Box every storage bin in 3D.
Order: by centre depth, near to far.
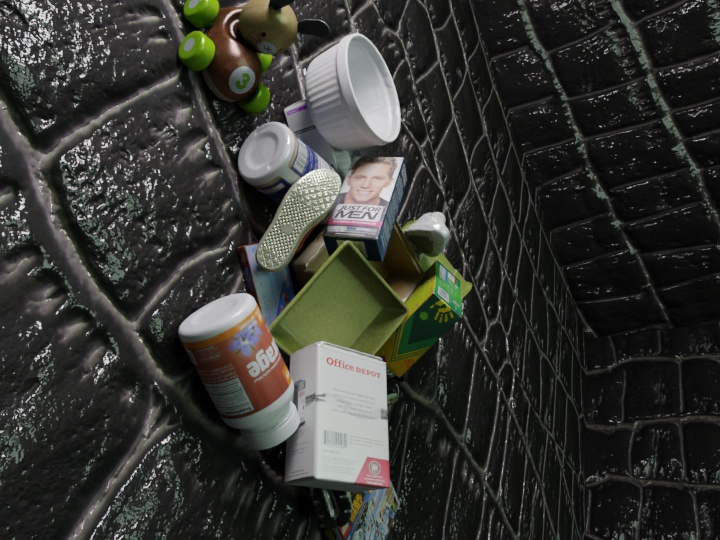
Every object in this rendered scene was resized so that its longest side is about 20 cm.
[{"bbox_3d":[0.000,0.000,1.146,0.200,0.093,0.199,-51,127,-28],"label":"storage bin"}]

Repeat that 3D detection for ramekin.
[{"bbox_3d":[-0.017,-0.316,1.124,0.200,0.104,0.201,35,48,-51],"label":"ramekin"}]

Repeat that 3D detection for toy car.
[{"bbox_3d":[-0.153,-0.364,0.962,0.164,0.199,0.159,30,54,-54],"label":"toy car"}]

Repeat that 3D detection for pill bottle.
[{"bbox_3d":[-0.160,0.142,0.849,0.201,0.112,0.112,68,30,-19],"label":"pill bottle"},{"bbox_3d":[-0.109,-0.158,1.059,0.200,0.110,0.112,35,50,-52],"label":"pill bottle"}]

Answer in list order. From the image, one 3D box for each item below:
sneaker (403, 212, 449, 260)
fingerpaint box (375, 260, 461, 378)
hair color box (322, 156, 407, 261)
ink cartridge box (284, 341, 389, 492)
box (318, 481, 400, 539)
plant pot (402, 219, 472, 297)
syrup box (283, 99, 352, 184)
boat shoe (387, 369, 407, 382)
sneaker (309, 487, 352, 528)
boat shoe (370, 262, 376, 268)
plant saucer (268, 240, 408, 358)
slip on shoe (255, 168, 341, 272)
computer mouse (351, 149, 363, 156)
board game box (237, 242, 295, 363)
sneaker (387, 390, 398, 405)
[{"bbox_3d":[0.133,-0.080,1.196,0.078,0.200,0.100,42,79,-8],"label":"sneaker"},{"bbox_3d":[0.113,0.088,1.175,0.073,0.167,0.200,41,18,-5],"label":"fingerpaint box"},{"bbox_3d":[0.012,-0.112,1.071,0.061,0.099,0.201,74,27,-48],"label":"hair color box"},{"bbox_3d":[-0.034,0.226,0.940,0.145,0.085,0.201,22,57,-36],"label":"ink cartridge box"},{"bbox_3d":[0.004,0.442,1.112,0.200,0.040,0.138,-48,122,-57],"label":"box"},{"bbox_3d":[0.117,-0.003,1.362,0.191,0.199,0.200,61,31,-7],"label":"plant pot"},{"bbox_3d":[-0.071,-0.228,1.186,0.079,0.081,0.201,-30,107,-61],"label":"syrup box"},{"bbox_3d":[0.054,0.188,1.265,0.200,0.074,0.074,30,53,-53],"label":"boat shoe"},{"bbox_3d":[-0.065,0.315,1.015,0.090,0.078,0.201,54,21,-84],"label":"sneaker"},{"bbox_3d":[-0.001,-0.011,1.248,0.072,0.067,0.202,1,80,-63],"label":"boat shoe"},{"bbox_3d":[-0.040,0.079,1.029,0.200,0.048,0.200,-49,124,-10],"label":"plant saucer"},{"bbox_3d":[-0.101,-0.081,0.987,0.201,0.074,0.061,-57,-179,-12],"label":"slip on shoe"},{"bbox_3d":[-0.015,-0.239,1.323,0.200,0.052,0.139,50,40,-42],"label":"computer mouse"},{"bbox_3d":[-0.142,0.052,1.014,0.103,0.019,0.201,-18,96,-60],"label":"board game box"},{"bbox_3d":[0.009,0.281,1.168,0.200,0.076,0.089,-9,101,-57],"label":"sneaker"}]
